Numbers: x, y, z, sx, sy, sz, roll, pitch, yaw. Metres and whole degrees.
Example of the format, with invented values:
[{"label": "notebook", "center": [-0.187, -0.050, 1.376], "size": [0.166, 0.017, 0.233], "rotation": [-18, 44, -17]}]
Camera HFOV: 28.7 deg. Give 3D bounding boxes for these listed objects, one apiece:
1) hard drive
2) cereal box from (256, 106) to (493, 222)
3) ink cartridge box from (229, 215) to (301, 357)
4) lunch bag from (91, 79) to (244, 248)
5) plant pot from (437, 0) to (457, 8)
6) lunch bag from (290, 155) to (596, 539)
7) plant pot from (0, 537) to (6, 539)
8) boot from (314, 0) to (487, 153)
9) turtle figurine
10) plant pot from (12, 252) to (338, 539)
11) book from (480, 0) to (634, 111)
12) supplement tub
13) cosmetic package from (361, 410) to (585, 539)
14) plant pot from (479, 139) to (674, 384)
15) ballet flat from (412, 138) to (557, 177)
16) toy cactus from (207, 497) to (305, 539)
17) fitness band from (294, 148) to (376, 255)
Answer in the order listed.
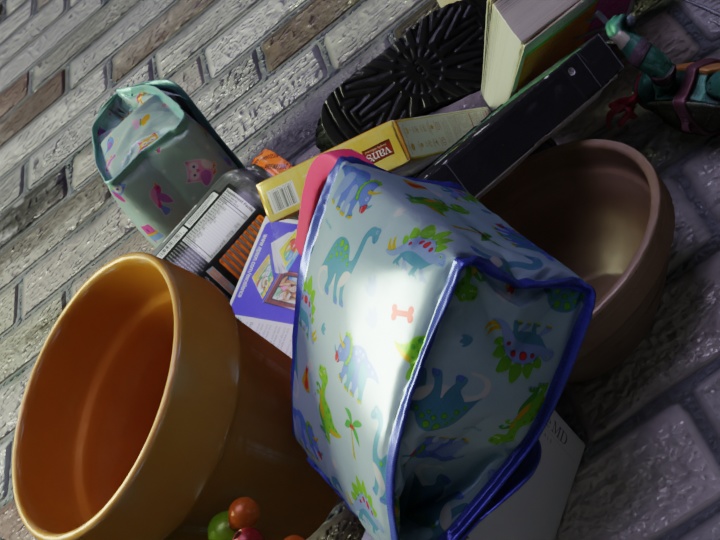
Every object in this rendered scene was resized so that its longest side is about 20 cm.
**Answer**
[{"label": "hard drive", "center": [0.091, -0.087, 1.039], "size": [0.200, 0.038, 0.140], "rotation": [-41, 5, -20]}, {"label": "cereal box", "center": [0.023, -0.092, 1.187], "size": [0.143, 0.040, 0.200], "rotation": [-23, -2, 30]}, {"label": "ink cartridge box", "center": [-0.021, 0.059, 1.128], "size": [0.199, 0.043, 0.199], "rotation": [8, 63, 27]}, {"label": "lunch bag", "center": [-0.183, -0.093, 1.406], "size": [0.122, 0.171, 0.200], "rotation": [-40, 28, -2]}, {"label": "plant pot", "center": [0.163, -0.296, 1.266], "size": [0.200, 0.187, 0.188], "rotation": [-33, 31, 43]}, {"label": "lunch bag", "center": [0.031, 0.058, 0.848], "size": [0.170, 0.127, 0.201], "rotation": [43, 116, 56]}, {"label": "plant pot", "center": [-0.222, 0.312, 0.974], "size": [0.199, 0.196, 0.197], "rotation": [0, 53, 42]}, {"label": "boot", "center": [0.048, -0.172, 1.292], "size": [0.210, 0.080, 0.158], "rotation": [-28, 0, 0]}, {"label": "turtle figurine", "center": [0.261, -0.149, 1.041], "size": [0.149, 0.102, 0.199], "rotation": [-14, 17, -34]}, {"label": "plant pot", "center": [-0.112, 0.113, 0.982], "size": [0.200, 0.183, 0.201], "rotation": [-30, 48, 39]}, {"label": "book", "center": [0.164, -0.196, 1.125], "size": [0.133, 0.048, 0.200], "rotation": [-34, -12, -5]}, {"label": "supplement tub", "center": [-0.117, -0.005, 1.275], "size": [0.200, 0.123, 0.122], "rotation": [-48, 32, -7]}, {"label": "cosmetic package", "center": [0.064, 0.169, 0.890], "size": [0.071, 0.101, 0.201], "rotation": [-7, 48, 42]}, {"label": "plant pot", "center": [0.141, 0.012, 0.990], "size": [0.200, 0.093, 0.202], "rotation": [-28, 36, 23]}, {"label": "ballet flat", "center": [0.076, -0.052, 1.163], "size": [0.199, 0.073, 0.073], "rotation": [-25, 36, 25]}, {"label": "toy cactus", "center": [-0.060, 0.228, 0.899], "size": [0.200, 0.164, 0.103], "rotation": [-44, 17, 47]}, {"label": "fitness band", "center": [0.000, 0.000, 1.013], "size": [0.037, 0.201, 0.144], "rotation": [-17, 60, -19]}]
